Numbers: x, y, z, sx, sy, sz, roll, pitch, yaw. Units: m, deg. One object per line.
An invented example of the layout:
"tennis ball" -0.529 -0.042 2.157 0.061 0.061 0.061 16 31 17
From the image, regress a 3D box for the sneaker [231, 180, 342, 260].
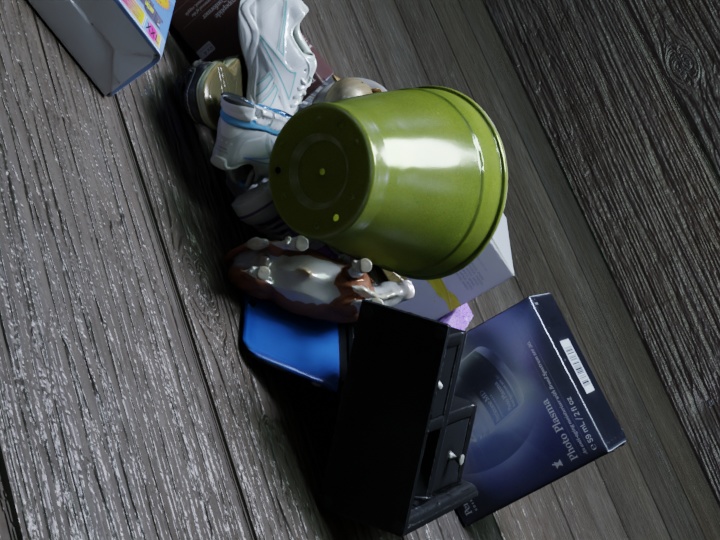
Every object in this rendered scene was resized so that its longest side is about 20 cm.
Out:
"sneaker" -0.062 -0.049 1.646 0.115 0.072 0.200 65 21 -1

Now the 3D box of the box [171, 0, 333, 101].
"box" -0.133 -0.265 1.779 0.200 0.100 0.075 49 18 -8

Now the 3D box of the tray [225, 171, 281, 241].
"tray" -0.110 -0.102 1.746 0.108 0.022 0.200 57 16 -16

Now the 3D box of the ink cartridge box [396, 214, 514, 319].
"ink cartridge box" 0.074 -0.011 1.831 0.084 0.199 0.146 52 18 -24

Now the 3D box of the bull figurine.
"bull figurine" -0.035 0.013 1.532 0.121 0.197 0.066 148 -48 -72

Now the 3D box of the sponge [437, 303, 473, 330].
"sponge" 0.065 0.089 1.791 0.030 0.111 0.200 59 16 -4

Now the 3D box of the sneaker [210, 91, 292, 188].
"sneaker" -0.102 -0.127 1.626 0.074 0.088 0.199 25 8 25

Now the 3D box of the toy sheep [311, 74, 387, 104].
"toy sheep" -0.008 -0.141 1.791 0.201 0.136 0.139 88 -12 -52

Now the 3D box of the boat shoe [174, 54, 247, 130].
"boat shoe" -0.164 -0.186 1.655 0.201 0.065 0.073 -70 152 -72

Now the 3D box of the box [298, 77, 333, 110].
"box" -0.013 -0.185 1.935 0.198 0.049 0.159 18 22 -2

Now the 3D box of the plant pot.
"plant pot" 0.015 -0.093 1.561 0.192 0.200 0.202 1 59 -55

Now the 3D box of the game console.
"game console" -0.054 0.092 1.594 0.201 0.117 0.173 -91 179 -58

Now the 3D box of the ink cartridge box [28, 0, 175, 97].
"ink cartridge box" -0.251 -0.280 1.533 0.137 0.076 0.201 52 16 -26

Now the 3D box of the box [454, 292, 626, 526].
"box" 0.174 0.163 1.841 0.202 0.197 0.123 62 18 9

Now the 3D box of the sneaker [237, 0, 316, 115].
"sneaker" -0.087 -0.202 1.715 0.070 0.079 0.203 -80 166 -77

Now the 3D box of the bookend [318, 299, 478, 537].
"bookend" 0.059 0.131 1.510 0.200 0.091 0.201 -5 109 -66

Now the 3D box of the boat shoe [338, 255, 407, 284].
"boat shoe" -0.002 -0.002 1.744 0.073 0.063 0.201 38 8 -25
